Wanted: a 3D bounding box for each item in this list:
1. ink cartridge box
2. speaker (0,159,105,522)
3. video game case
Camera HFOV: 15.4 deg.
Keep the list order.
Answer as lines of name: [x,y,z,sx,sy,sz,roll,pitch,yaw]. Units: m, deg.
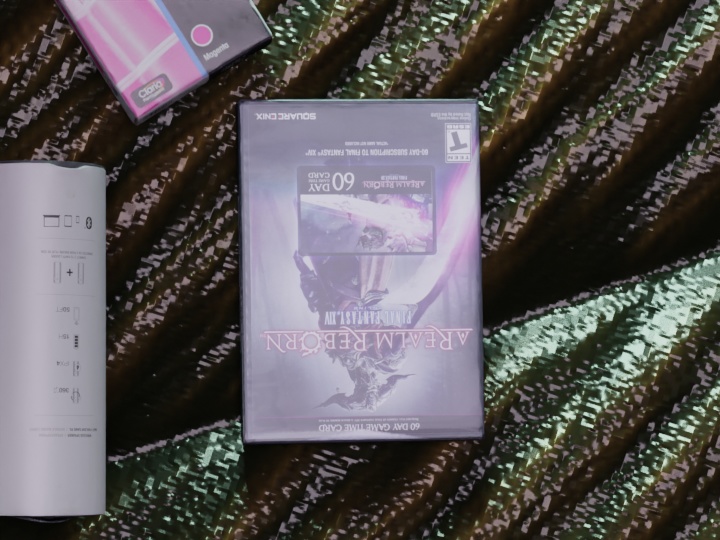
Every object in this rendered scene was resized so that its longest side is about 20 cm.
ink cartridge box: [-0.143,-0.193,1.546,0.095,0.037,0.200,-33,89,-8]
speaker: [-0.182,0.041,1.501,0.081,0.081,0.200,0,87,-7]
video game case: [0.000,0.000,1.559,0.143,0.019,0.200,-1,86,-7]
